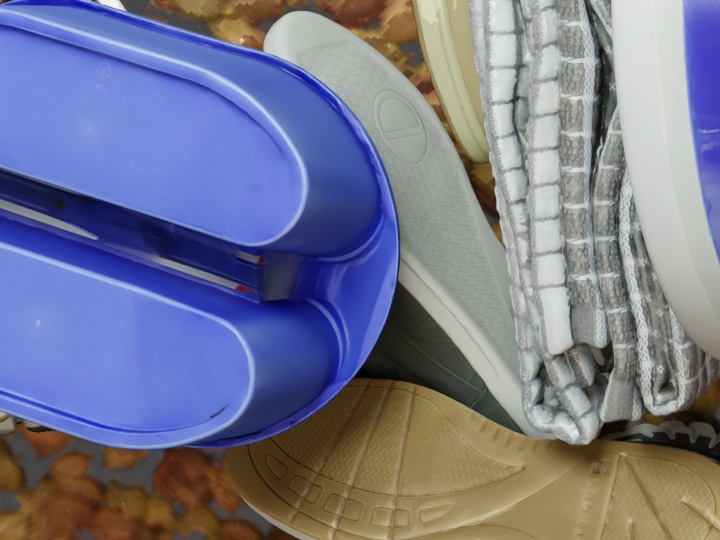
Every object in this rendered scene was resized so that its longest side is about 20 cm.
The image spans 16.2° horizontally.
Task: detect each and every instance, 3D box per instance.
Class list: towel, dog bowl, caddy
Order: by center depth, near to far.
[{"bbox_3d":[0.148,-0.071,0.796,0.078,0.200,0.201,-2,106,26],"label":"dog bowl"},{"bbox_3d":[-0.087,-0.016,0.875,0.199,0.105,0.142,18,98,13],"label":"caddy"},{"bbox_3d":[0.106,-0.055,0.888,0.085,0.166,0.201,-1,105,24],"label":"towel"}]

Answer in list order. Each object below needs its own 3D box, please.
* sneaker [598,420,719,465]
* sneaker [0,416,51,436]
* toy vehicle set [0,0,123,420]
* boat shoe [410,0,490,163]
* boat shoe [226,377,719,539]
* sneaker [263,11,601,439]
[{"bbox_3d":[0.146,0.115,0.950,0.200,0.074,0.081,23,113,40],"label":"sneaker"},{"bbox_3d":[-0.183,0.012,1.004,0.199,0.075,0.116,-10,99,-1],"label":"sneaker"},{"bbox_3d":[-0.139,-0.060,0.949,0.124,0.027,0.200,-34,89,-6],"label":"toy vehicle set"},{"bbox_3d":[0.049,-0.138,0.926,0.062,0.073,0.201,-5,106,10],"label":"boat shoe"},{"bbox_3d":[0.046,0.093,0.922,0.199,0.069,0.071,12,63,25],"label":"boat shoe"},{"bbox_3d":[0.000,0.000,0.952,0.099,0.071,0.200,-20,114,37],"label":"sneaker"}]
